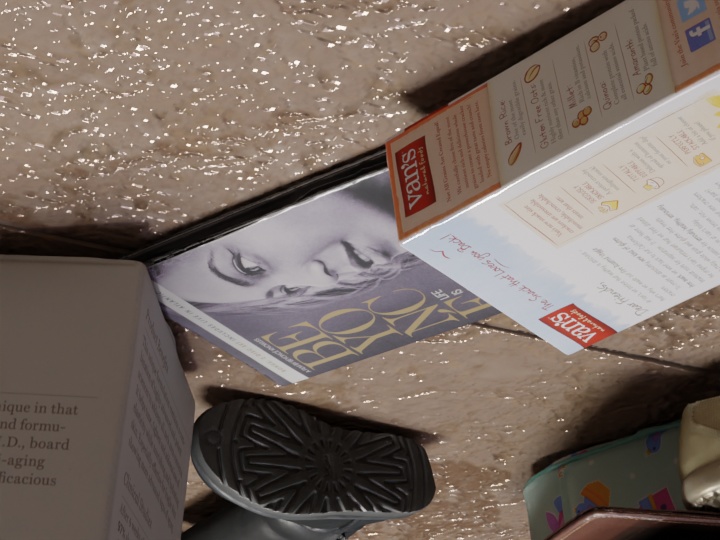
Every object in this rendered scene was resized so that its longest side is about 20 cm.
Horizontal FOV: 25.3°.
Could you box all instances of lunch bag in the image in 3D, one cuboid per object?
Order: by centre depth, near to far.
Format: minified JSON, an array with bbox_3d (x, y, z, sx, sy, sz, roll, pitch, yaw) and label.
[{"bbox_3d":[0.217,0.156,1.010,0.198,0.078,0.160,-22,145,30],"label":"lunch bag"}]

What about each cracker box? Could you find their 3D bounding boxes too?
[{"bbox_3d":[0.127,-0.048,0.654,0.199,0.058,0.133,-28,142,27],"label":"cracker box"}]

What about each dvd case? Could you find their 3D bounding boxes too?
[{"bbox_3d":[0.000,0.000,0.781,0.198,0.016,0.148,-19,147,27],"label":"dvd case"}]

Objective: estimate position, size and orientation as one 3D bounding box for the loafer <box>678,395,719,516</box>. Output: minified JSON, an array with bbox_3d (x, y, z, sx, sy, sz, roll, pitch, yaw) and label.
[{"bbox_3d":[0.261,0.070,0.879,0.198,0.069,0.076,-22,150,7],"label":"loafer"}]

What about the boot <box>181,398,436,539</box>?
[{"bbox_3d":[-0.074,0.150,0.998,0.163,0.066,0.199,18,149,-29],"label":"boot"}]

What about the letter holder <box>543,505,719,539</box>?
[{"bbox_3d":[0.161,0.219,0.935,0.140,0.102,0.200,7,151,-10],"label":"letter holder"}]

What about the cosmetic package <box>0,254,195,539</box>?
[{"bbox_3d":[-0.179,0.118,0.772,0.164,0.202,0.168,1,151,5],"label":"cosmetic package"}]
